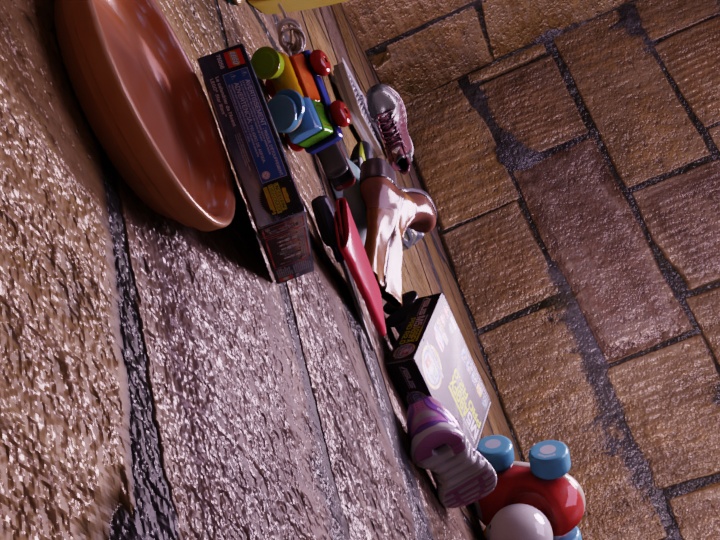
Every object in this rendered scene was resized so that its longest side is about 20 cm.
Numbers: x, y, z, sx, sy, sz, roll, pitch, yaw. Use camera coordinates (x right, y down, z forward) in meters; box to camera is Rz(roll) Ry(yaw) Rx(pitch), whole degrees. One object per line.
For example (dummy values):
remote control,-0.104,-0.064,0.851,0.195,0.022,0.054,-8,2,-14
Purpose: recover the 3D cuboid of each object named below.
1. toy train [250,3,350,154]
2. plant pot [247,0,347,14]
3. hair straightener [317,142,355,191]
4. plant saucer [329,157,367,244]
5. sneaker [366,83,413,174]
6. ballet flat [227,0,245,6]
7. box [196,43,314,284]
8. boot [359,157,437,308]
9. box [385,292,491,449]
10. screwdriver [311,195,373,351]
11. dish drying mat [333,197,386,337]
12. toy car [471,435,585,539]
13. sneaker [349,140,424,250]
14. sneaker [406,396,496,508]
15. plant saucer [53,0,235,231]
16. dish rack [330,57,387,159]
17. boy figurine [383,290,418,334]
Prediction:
toy train,-0.094,-0.245,1.246,0.116,0.084,0.201,4,63,-67
plant pot,-0.095,-0.467,1.470,0.200,0.176,0.201,-54,121,-82
hair straightener,-0.060,-0.212,1.491,0.077,0.041,0.201,54,16,-61
plant saucer,-0.001,-0.100,1.594,0.201,0.039,0.202,-22,90,-82
sneaker,0.072,-0.289,2.187,0.116,0.075,0.200,-96,163,-52
ballet flat,-0.154,-0.409,1.320,0.069,0.063,0.201,59,12,-46
box,-0.079,-0.076,0.834,0.200,0.040,0.138,95,-24,-78
boot,0.060,-0.040,1.524,0.188,0.068,0.201,46,36,-52
box,0.113,0.157,1.432,0.201,0.044,0.160,65,29,-22
screwdriver,-0.019,0.005,1.259,0.029,0.028,0.201,11,-59,64
dish drying mat,0.000,0.000,1.255,0.200,0.018,0.077,68,11,-54
toy car,0.228,0.379,1.547,0.200,0.176,0.185,-42,127,-53
sneaker,0.040,-0.121,1.714,0.201,0.081,0.074,70,-17,-4
sneaker,0.110,0.227,1.315,0.200,0.080,0.089,59,4,-45
plant saucer,-0.142,-0.115,0.677,0.200,0.037,0.201,-23,90,-83
dish rack,-0.007,-0.335,2.196,0.200,0.043,0.172,55,15,-58
boy figurine,0.099,0.134,1.536,0.201,0.064,0.124,61,7,-24
